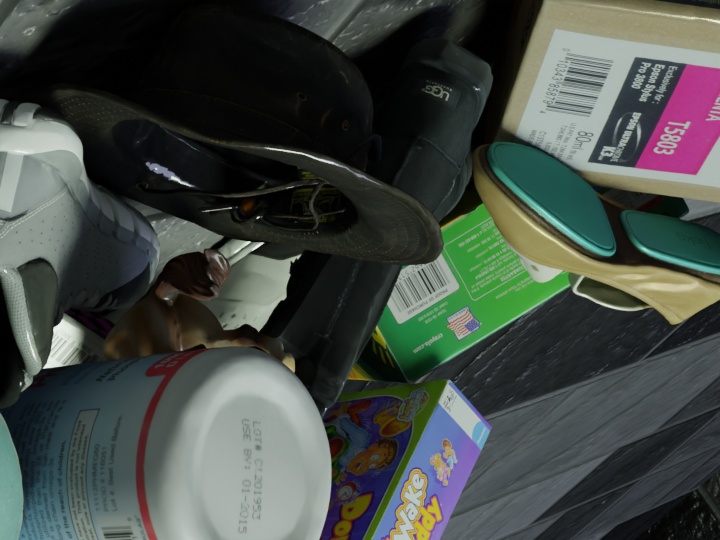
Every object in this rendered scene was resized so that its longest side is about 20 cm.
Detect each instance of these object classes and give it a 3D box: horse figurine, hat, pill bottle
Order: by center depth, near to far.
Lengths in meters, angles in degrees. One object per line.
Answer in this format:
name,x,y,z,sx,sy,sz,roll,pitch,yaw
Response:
hat,-0.048,-0.069,1.002,0.201,0.200,0.081,58,47,-74
pill bottle,-0.119,0.095,1.006,0.200,0.109,0.109,-7,-177,38
horse figurine,-0.098,0.072,1.095,0.050,0.132,0.200,4,110,-39

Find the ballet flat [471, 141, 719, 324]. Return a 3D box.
ballet flat,0.125,-0.011,1.238,0.200,0.069,0.063,21,129,-34

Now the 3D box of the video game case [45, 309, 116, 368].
video game case,-0.162,0.113,1.181,0.181,0.036,0.200,-47,125,11

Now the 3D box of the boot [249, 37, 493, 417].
boot,0.000,0.000,1.170,0.165,0.066,0.200,100,11,-62

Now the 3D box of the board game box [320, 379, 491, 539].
board game box,-0.023,0.157,1.252,0.134,0.045,0.200,-12,-140,44

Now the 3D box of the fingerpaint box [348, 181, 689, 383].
fingerpaint box,0.075,-0.010,1.357,0.200,0.073,0.167,-31,-175,-13

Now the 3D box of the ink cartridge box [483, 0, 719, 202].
ink cartridge box,0.160,-0.113,1.183,0.164,0.075,0.200,8,156,-2

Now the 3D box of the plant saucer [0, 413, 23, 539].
plant saucer,-0.243,0.096,0.941,0.200,0.200,0.036,-41,-162,23

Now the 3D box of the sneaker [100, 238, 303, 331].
sneaker,-0.078,0.036,1.281,0.200,0.080,0.074,-33,162,-9

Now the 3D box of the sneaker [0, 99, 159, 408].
sneaker,-0.147,0.011,0.990,0.075,0.116,0.200,5,161,14
